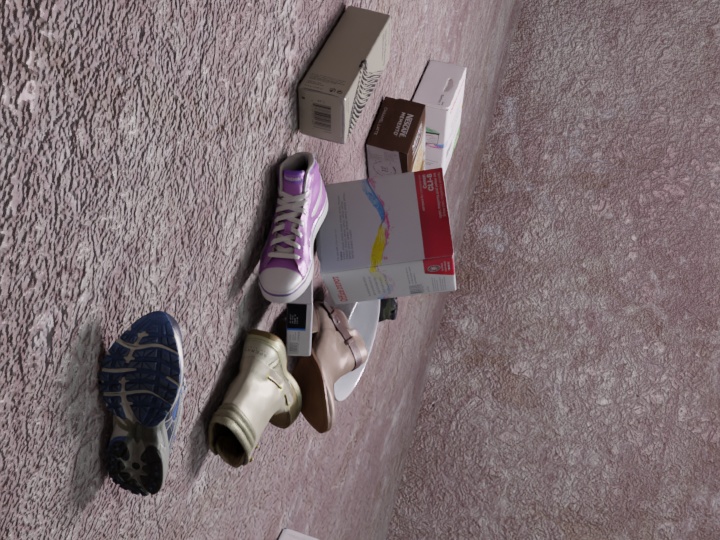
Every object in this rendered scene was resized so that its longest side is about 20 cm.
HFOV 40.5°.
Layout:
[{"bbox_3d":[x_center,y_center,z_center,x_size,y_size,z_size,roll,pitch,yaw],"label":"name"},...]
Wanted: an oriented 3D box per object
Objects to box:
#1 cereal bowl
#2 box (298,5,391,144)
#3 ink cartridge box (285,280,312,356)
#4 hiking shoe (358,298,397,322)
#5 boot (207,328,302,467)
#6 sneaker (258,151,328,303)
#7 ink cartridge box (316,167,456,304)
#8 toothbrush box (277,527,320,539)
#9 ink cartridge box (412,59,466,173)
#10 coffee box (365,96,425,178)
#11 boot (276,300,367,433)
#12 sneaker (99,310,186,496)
[{"bbox_3d":[-0.040,0.109,1.628,0.200,0.082,0.204,16,90,-74],"label":"cereal bowl"},{"bbox_3d":[-0.019,-0.268,1.327,0.083,0.067,0.202,91,18,-49],"label":"box"},{"bbox_3d":[-0.082,0.011,1.349,0.202,0.038,0.101,-90,-177,-48],"label":"ink cartridge box"},{"bbox_3d":[0.000,0.000,1.710,0.076,0.099,0.204,-74,148,-82],"label":"hiking shoe"},{"bbox_3d":[-0.141,0.195,1.303,0.202,0.071,0.156,81,25,-51],"label":"boot"},{"bbox_3d":[-0.093,-0.065,1.243,0.115,0.071,0.203,83,14,-51],"label":"sneaker"},{"bbox_3d":[0.038,-0.048,1.468,0.146,0.196,0.147,72,11,-69],"label":"ink cartridge box"},{"bbox_3d":[-0.100,0.595,1.793,0.085,0.144,0.203,-52,156,-59],"label":"toothbrush box"},{"bbox_3d":[0.161,-0.320,2.075,0.202,0.082,0.146,90,18,-51],"label":"ink cartridge box"},{"bbox_3d":[0.067,-0.204,1.781,0.201,0.078,0.116,83,24,-61],"label":"coffee box"},{"bbox_3d":[-0.043,0.136,1.447,0.145,0.070,0.203,1,63,-50],"label":"boot"},{"bbox_3d":[-0.205,0.115,0.943,0.086,0.076,0.203,-75,180,-59],"label":"sneaker"}]
